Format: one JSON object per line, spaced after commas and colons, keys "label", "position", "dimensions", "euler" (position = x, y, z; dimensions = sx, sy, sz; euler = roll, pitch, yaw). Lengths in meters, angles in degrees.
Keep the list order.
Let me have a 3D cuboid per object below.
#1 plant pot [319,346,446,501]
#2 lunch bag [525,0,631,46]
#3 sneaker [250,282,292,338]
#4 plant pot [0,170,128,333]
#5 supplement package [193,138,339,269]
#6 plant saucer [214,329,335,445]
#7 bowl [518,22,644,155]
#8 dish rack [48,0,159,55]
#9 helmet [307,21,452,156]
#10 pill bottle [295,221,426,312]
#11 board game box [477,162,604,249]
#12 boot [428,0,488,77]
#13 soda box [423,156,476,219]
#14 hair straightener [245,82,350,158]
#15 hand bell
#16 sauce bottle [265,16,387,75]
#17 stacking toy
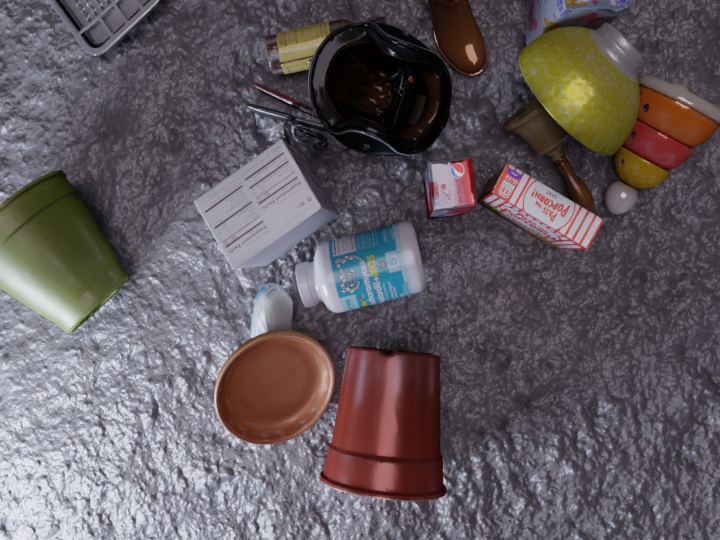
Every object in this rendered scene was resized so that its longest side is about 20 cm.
{"label": "plant pot", "position": [0.043, 0.222, 0.988], "dimensions": [0.194, 0.201, 0.202], "euler": [5, 84, 4]}
{"label": "lunch bag", "position": [0.307, -0.451, 0.947], "dimensions": [0.123, 0.170, 0.207], "euler": [1, 92, -3]}
{"label": "sneaker", "position": [-0.149, 0.120, 1.062], "dimensions": [0.070, 0.072, 0.207], "euler": [3, 105, -24]}
{"label": "plant pot", "position": [-0.479, -0.014, 1.028], "dimensions": [0.199, 0.201, 0.194], "euler": [-41, 100, 5]}
{"label": "supplement package", "position": [-0.132, -0.092, 0.978], "dimensions": [0.154, 0.200, 0.113], "euler": [-33, 88, 5]}
{"label": "plant saucer", "position": [-0.136, 0.181, 1.029], "dimensions": [0.194, 0.037, 0.206], "euler": [-9, 116, -19]}
{"label": "bowl", "position": [0.329, -0.275, 0.910], "dimensions": [0.200, 0.200, 0.108], "euler": [46, 127, 1]}
{"label": "dish rack", "position": [-0.428, -0.474, 1.070], "dimensions": [0.170, 0.044, 0.202], "euler": [-38, 89, 6]}
{"label": "helmet", "position": [0.021, -0.268, 0.964], "dimensions": [0.189, 0.198, 0.205], "euler": [29, 95, 39]}
{"label": "pill bottle", "position": [0.000, 0.000, 1.016], "dimensions": [0.194, 0.111, 0.114], "euler": [-15, 91, 5]}
{"label": "board game box", "position": [0.253, -0.089, 0.947], "dimensions": [0.149, 0.200, 0.047], "euler": [31, 94, 4]}
{"label": "boot", "position": [0.137, -0.397, 0.969], "dimensions": [0.072, 0.155, 0.204], "euler": [-27, 90, 4]}
{"label": "soda box", "position": [0.128, -0.117, 0.956], "dimensions": [0.061, 0.200, 0.073], "euler": [-7, 92, 4]}
{"label": "hair straightener", "position": [-0.099, -0.232, 1.058], "dimensions": [0.195, 0.041, 0.079], "euler": [24, 94, -1]}
{"label": "hand bell", "position": [0.312, -0.166, 1.009], "dimensions": [0.103, 0.104, 0.203], "euler": [-32, 101, 5]}
{"label": "sauce bottle", "position": [-0.051, -0.360, 1.033], "dimensions": [0.193, 0.065, 0.067], "euler": [-9, 91, 4]}
{"label": "stacking toy", "position": [0.434, -0.176, 0.979], "dimensions": [0.143, 0.146, 0.204], "euler": [26, 109, 3]}
